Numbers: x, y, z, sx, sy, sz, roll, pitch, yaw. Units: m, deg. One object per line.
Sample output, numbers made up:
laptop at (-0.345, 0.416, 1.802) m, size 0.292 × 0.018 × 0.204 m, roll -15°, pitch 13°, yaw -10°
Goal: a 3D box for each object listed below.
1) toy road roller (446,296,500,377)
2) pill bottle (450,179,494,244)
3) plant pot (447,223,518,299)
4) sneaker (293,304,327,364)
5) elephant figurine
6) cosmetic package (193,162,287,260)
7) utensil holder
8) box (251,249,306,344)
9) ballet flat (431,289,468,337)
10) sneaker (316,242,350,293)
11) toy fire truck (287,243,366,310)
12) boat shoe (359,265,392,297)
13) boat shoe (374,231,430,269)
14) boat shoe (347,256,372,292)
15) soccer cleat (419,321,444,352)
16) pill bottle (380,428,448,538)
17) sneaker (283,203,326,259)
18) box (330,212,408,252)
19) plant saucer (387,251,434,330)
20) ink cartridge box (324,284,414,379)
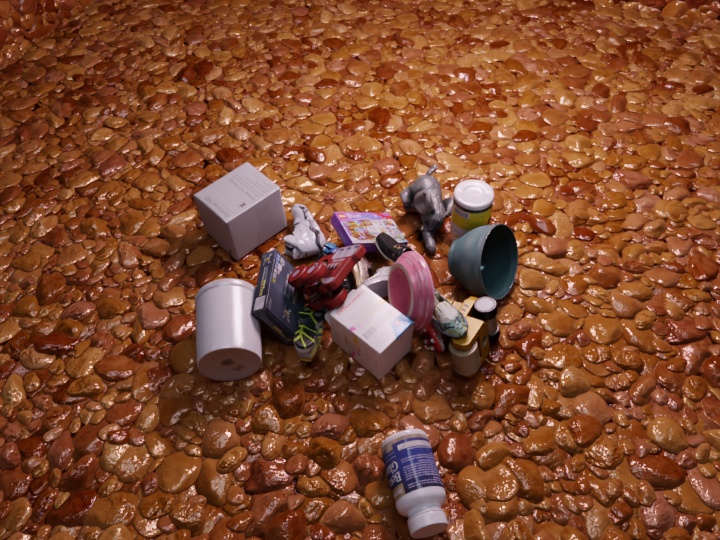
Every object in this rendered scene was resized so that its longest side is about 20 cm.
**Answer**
toy road roller at (0.259, 0.155, 1.525) m, size 0.145 × 0.124 × 0.200 m, roll 15°, pitch 50°, yaw 33°
pill bottle at (0.314, -0.149, 1.717) m, size 0.113 × 0.201 × 0.115 m, roll -1°, pitch 50°, yaw 1°
plant pot at (0.324, -0.029, 1.641) m, size 0.133 × 0.201 × 0.201 m, roll 7°, pitch 45°, yaw 42°
sneaker at (-0.133, 0.160, 1.564) m, size 0.075 × 0.077 × 0.201 m, roll 7°, pitch 32°, yaw 9°
elephant figurine at (0.214, -0.181, 1.782) m, size 0.140 × 0.156 × 0.201 m, roll -25°, pitch 44°, yaw -6°
cosmetic package at (-0.351, -0.176, 1.784) m, size 0.200 × 0.167 × 0.167 m, roll -38°, pitch 59°, yaw -25°
utensil holder at (-0.333, 0.151, 1.512) m, size 0.168 × 0.171 × 0.201 m, roll -7°, pitch 51°, yaw -4°
box at (-0.209, 0.069, 1.581) m, size 0.051 × 0.158 × 0.201 m, roll -17°, pitch 45°, yaw 24°
ballet flat at (0.195, 0.096, 1.485) m, size 0.074 × 0.075 × 0.200 m, roll -22°, pitch 29°, yaw -16°
sneaker at (-0.080, 0.027, 1.675) m, size 0.072 × 0.082 × 0.202 m, roll 5°, pitch 64°, yaw -26°
toy fire truck at (-0.083, 0.005, 1.554) m, size 0.168 × 0.112 × 0.199 m, roll -51°, pitch 22°, yaw -26°
boat shoe at (0.071, 0.021, 1.651) m, size 0.199 × 0.072 × 0.066 m, roll -19°, pitch 49°, yaw -30°
boat shoe at (0.117, -0.043, 1.647) m, size 0.073 × 0.063 × 0.202 m, roll -17°, pitch 53°, yaw -39°
boat shoe at (0.000, 0.000, 1.699) m, size 0.071 × 0.072 × 0.201 m, roll 10°, pitch 44°, yaw -21°
soccer cleat at (0.184, 0.126, 1.582) m, size 0.084 × 0.069 × 0.201 m, roll -21°, pitch 48°, yaw -10°
pill bottle at (0.118, 0.454, 1.281) m, size 0.110 × 0.112 × 0.201 m, roll -11°, pitch 50°, yaw -7°
sneaker at (-0.187, -0.114, 1.785) m, size 0.114 × 0.075 × 0.201 m, roll -22°, pitch 56°, yaw -19°
box at (0.027, -0.112, 1.751) m, size 0.198 × 0.039 × 0.137 m, roll -2°, pitch 45°, yaw -33°
plant saucer at (0.121, 0.053, 1.524) m, size 0.050 × 0.202 × 0.202 m, roll -6°, pitch 49°, yaw -21°
ink cartridge box at (0.018, 0.148, 1.528) m, size 0.199 × 0.126 × 0.128 m, roll 36°, pitch 60°, yaw 27°
